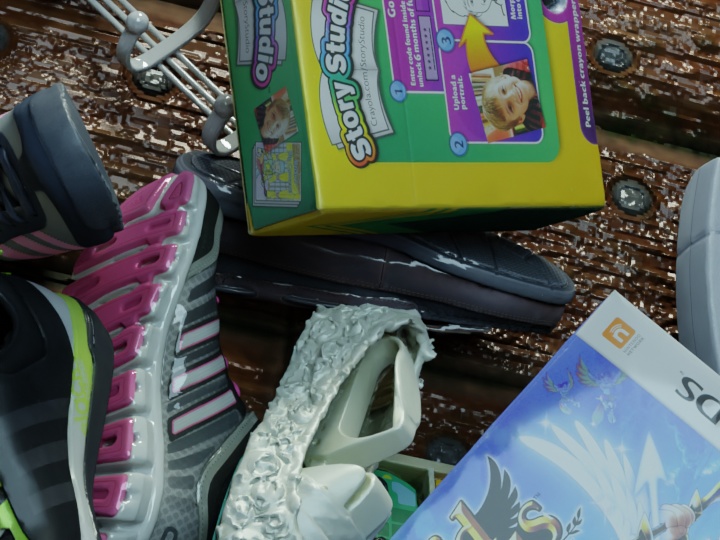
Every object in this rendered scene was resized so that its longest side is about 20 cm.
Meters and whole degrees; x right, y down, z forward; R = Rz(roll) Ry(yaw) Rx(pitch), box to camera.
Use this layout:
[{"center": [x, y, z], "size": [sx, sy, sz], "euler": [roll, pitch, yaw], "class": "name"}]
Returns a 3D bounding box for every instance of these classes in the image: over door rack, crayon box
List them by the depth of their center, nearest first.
[{"center": [0.019, -0.120, 1.272], "size": [0.172, 0.058, 0.202], "euler": [-1, 80, -38], "class": "crayon box"}, {"center": [-0.037, -0.153, 1.355], "size": [0.199, 0.067, 0.148], "euler": [-30, 59, -29], "class": "over door rack"}]

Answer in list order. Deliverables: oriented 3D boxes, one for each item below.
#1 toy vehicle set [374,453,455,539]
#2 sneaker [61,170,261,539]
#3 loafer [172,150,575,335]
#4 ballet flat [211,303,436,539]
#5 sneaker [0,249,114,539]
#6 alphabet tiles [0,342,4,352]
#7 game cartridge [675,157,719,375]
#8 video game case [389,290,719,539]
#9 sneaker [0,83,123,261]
[{"center": [0.011, 0.164, 1.203], "size": [0.123, 0.027, 0.201], "euler": [12, 46, -16], "class": "toy vehicle set"}, {"center": [-0.083, 0.053, 1.223], "size": [0.087, 0.073, 0.201], "euler": [34, 48, -38], "class": "sneaker"}, {"center": [0.000, 0.000, 1.313], "size": [0.199, 0.063, 0.072], "euler": [17, 17, -11], "class": "loafer"}, {"center": [-0.012, 0.081, 1.187], "size": [0.071, 0.072, 0.201], "euler": [23, 44, -4], "class": "ballet flat"}, {"center": [-0.154, 0.082, 1.138], "size": [0.083, 0.071, 0.201], "euler": [35, 39, -38], "class": "sneaker"}, {"center": [-0.155, 0.121, 1.175], "size": [0.166, 0.006, 0.201], "euler": [29, 53, -31], "class": "alphabet tiles"}, {"center": [0.218, 0.045, 1.340], "size": [0.132, 0.041, 0.202], "euler": [4, 68, -29], "class": "game cartridge"}, {"center": [0.111, 0.138, 1.168], "size": [0.181, 0.046, 0.200], "euler": [39, 70, 13], "class": "video game case"}, {"center": [-0.153, -0.029, 1.198], "size": [0.082, 0.200, 0.071], "euler": [-24, 89, -13], "class": "sneaker"}]
